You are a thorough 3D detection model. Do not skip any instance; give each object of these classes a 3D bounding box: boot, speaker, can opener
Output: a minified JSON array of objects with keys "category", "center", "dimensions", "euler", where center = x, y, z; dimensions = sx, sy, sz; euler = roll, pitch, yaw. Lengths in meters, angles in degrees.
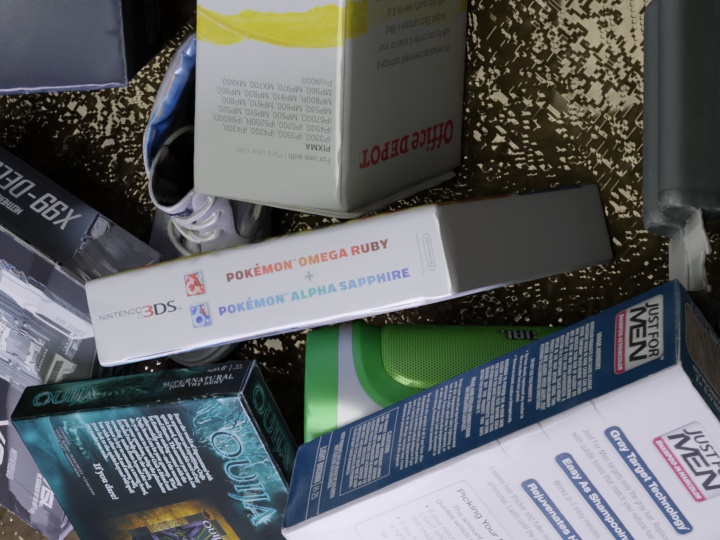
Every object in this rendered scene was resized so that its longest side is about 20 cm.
[{"category":"boot","center":[-0.085,-0.037,1.128],"dimensions":[0.073,0.095,0.201],"euler":[21,109,20]},{"category":"speaker","center":[0.073,0.066,1.047],"dimensions":[0.199,0.088,0.089],"euler":[1,102,0]},{"category":"can opener","center":[0.158,-0.034,1.007],"dimensions":[0.066,0.053,0.201],"euler":[1,74,-10]}]

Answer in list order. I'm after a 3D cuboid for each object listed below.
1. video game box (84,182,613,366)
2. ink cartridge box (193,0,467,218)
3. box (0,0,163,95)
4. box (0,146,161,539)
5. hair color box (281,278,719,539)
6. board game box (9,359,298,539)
[{"category":"video game box","center":[0.000,0.000,1.039],"dimensions":[0.181,0.200,0.047],"euler":[-14,88,26]},{"category":"ink cartridge box","center":[-0.011,-0.137,1.044],"dimensions":[0.083,0.145,0.201],"euler":[7,104,24]},{"category":"box","center":[-0.202,-0.148,1.067],"dimensions":[0.195,0.200,0.118],"euler":[-4,100,0]},{"category":"box","center":[-0.194,0.031,1.180],"dimensions":[0.157,0.050,0.201],"euler":[34,136,15]},{"category":"hair color box","center":[0.075,0.092,0.965],"dimensions":[0.199,0.061,0.100],"euler":[-25,120,25]},{"category":"board game box","center":[-0.079,0.135,1.147],"dimensions":[0.134,0.028,0.201],"euler":[-8,126,23]}]
